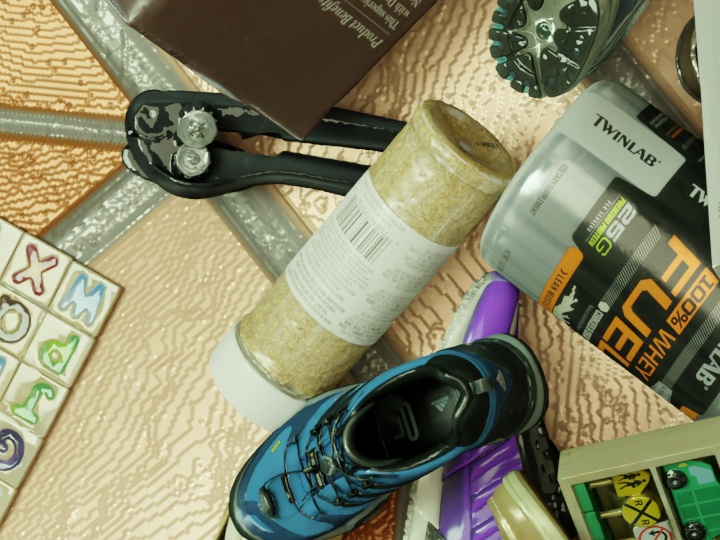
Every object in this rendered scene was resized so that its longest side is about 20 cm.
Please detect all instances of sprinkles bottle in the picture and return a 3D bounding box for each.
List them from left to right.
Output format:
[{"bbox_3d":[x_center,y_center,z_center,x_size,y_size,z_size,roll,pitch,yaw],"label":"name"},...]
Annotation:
[{"bbox_3d":[0.000,0.000,1.422,0.068,0.068,0.200,44,113,8],"label":"sprinkles bottle"}]

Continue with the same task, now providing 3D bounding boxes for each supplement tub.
[{"bbox_3d":[0.173,0.001,1.382,0.200,0.123,0.123,37,97,9],"label":"supplement tub"}]

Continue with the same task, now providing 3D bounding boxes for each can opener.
[{"bbox_3d":[-0.034,-0.069,1.453,0.199,0.079,0.064,3,99,1],"label":"can opener"}]

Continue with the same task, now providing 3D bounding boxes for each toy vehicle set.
[{"bbox_3d":[0.192,0.167,1.373,0.124,0.027,0.200,-14,119,16],"label":"toy vehicle set"}]

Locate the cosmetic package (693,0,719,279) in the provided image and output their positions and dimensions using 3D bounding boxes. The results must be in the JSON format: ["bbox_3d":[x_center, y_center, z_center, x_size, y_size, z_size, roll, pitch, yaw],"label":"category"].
[{"bbox_3d":[0.217,-0.085,1.322,0.082,0.051,0.201,-10,59,19],"label":"cosmetic package"}]

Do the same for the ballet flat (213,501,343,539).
[{"bbox_3d":[-0.061,0.176,1.462,0.068,0.063,0.200,25,95,10],"label":"ballet flat"}]

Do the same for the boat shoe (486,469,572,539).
[{"bbox_3d":[0.102,0.198,1.389,0.063,0.073,0.201,-25,120,-3],"label":"boat shoe"}]

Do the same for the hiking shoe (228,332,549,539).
[{"bbox_3d":[-0.001,0.088,1.372,0.200,0.087,0.075,-32,76,26],"label":"hiking shoe"}]

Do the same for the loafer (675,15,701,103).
[{"bbox_3d":[0.265,-0.130,1.387,0.199,0.071,0.073,-10,89,12],"label":"loafer"}]

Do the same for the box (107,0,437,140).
[{"bbox_3d":[-0.045,-0.213,1.377,0.200,0.166,0.164,-44,54,9],"label":"box"}]

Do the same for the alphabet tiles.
[{"bbox_3d":[-0.261,0.035,1.531,0.200,0.008,0.168,29,96,10],"label":"alphabet tiles"}]

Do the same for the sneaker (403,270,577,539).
[{"bbox_3d":[0.082,0.103,1.434,0.099,0.070,0.201,11,98,5],"label":"sneaker"}]

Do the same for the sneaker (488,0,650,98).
[{"bbox_3d":[0.137,-0.188,1.389,0.078,0.086,0.200,39,118,16],"label":"sneaker"}]
